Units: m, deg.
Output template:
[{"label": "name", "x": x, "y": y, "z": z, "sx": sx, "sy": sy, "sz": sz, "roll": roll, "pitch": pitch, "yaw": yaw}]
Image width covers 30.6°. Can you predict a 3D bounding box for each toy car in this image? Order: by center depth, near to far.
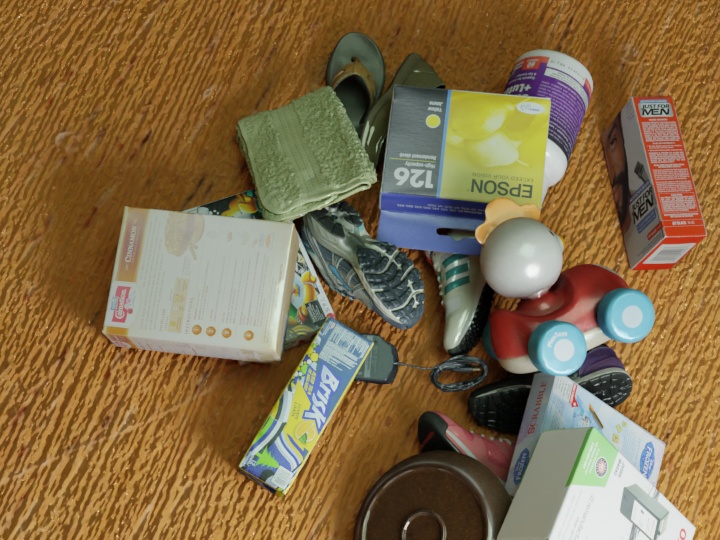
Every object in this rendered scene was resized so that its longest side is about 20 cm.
[{"label": "toy car", "x": 0.212, "y": 0.002, "z": 1.524, "sx": 0.177, "sy": 0.184, "sz": 0.200, "roll": -24, "pitch": 98, "yaw": -12}]

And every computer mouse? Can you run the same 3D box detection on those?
[{"label": "computer mouse", "x": 0.053, "y": 0.113, "z": 1.574, "sx": 0.199, "sy": 0.034, "sz": 0.059, "roll": 9, "pitch": 76, "yaw": -4}]

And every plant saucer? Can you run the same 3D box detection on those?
[{"label": "plant saucer", "x": 0.074, "y": 0.293, "z": 1.446, "sx": 0.200, "sy": 0.034, "sz": 0.201, "roll": -11, "pitch": 66, "yaw": 25}]

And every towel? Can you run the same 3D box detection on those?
[{"label": "towel", "x": -0.070, "y": -0.143, "z": 1.604, "sx": 0.148, "sy": 0.037, "sz": 0.200, "roll": -22, "pitch": 46, "yaw": 1}]

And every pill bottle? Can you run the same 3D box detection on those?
[{"label": "pill bottle", "x": 0.223, "y": -0.177, "z": 1.702, "sx": 0.111, "sy": 0.111, "sz": 0.200, "roll": 23, "pitch": 64, "yaw": -2}]

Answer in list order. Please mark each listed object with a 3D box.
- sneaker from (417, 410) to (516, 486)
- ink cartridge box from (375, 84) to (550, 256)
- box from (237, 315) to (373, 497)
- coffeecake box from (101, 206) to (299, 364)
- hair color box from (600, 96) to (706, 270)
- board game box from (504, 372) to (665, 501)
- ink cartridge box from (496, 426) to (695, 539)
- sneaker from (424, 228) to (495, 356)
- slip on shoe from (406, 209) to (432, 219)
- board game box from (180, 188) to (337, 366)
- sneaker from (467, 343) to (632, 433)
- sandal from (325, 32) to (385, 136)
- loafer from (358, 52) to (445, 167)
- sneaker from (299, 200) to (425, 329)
[{"label": "sneaker", "x": 0.152, "y": 0.227, "z": 1.546, "sx": 0.200, "sy": 0.074, "sz": 0.087, "roll": 43, "pitch": 55, "yaw": -1}, {"label": "ink cartridge box", "x": 0.125, "y": -0.122, "z": 1.605, "sx": 0.197, "sy": 0.047, "sz": 0.200, "roll": 6, "pitch": 73, "yaw": 3}, {"label": "box", "x": -0.063, "y": 0.156, "z": 1.498, "sx": 0.064, "sy": 0.070, "sz": 0.200, "roll": 31, "pitch": 76, "yaw": 2}, {"label": "coffeecake box", "x": -0.181, "y": 0.017, "z": 1.514, "sx": 0.199, "sy": 0.073, "sz": 0.154, "roll": 6, "pitch": 74, "yaw": 4}, {"label": "hair color box", "x": 0.378, "y": -0.113, "z": 1.712, "sx": 0.064, "sy": 0.111, "sz": 0.200, "roll": -1, "pitch": 67, "yaw": -14}, {"label": "board game box", "x": 0.257, "y": 0.249, "z": 1.522, "sx": 0.199, "sy": 0.041, "sz": 0.200, "roll": 34, "pitch": 61, "yaw": -27}, {"label": "ink cartridge box", "x": 0.261, "y": 0.287, "z": 1.433, "sx": 0.200, "sy": 0.084, "sz": 0.146, "roll": 43, "pitch": 57, "yaw": -24}, {"label": "sneaker", "x": 0.119, "y": 0.011, "z": 1.633, "sx": 0.093, "sy": 0.070, "sz": 0.200, "roll": 12, "pitch": 69, "yaw": 17}, {"label": "slip on shoe", "x": 0.107, "y": -0.133, "z": 1.686, "sx": 0.076, "sy": 0.061, "sz": 0.200, "roll": 16, "pitch": 60, "yaw": 15}, {"label": "board game box", "x": -0.124, "y": 0.002, "z": 1.588, "sx": 0.126, "sy": 0.035, "sz": 0.200, "roll": -20, "pitch": 73, "yaw": -19}, {"label": "sneaker", "x": 0.222, "y": 0.137, "z": 1.604, "sx": 0.199, "sy": 0.076, "sz": 0.088, "roll": -9, "pitch": 39, "yaw": -8}, {"label": "sandal", "x": -0.017, "y": -0.226, "z": 1.700, "sx": 0.082, "sy": 0.055, "sz": 0.200, "roll": 23, "pitch": 64, "yaw": -3}, {"label": "loafer", "x": 0.051, "y": -0.197, "z": 1.691, "sx": 0.067, "sy": 0.076, "sz": 0.200, "roll": 26, "pitch": 64, "yaw": 6}, {"label": "sneaker", "x": 0.000, "y": 0.000, "z": 1.589, "sx": 0.078, "sy": 0.086, "sz": 0.200, "roll": -24, "pitch": 65, "yaw": -38}]
